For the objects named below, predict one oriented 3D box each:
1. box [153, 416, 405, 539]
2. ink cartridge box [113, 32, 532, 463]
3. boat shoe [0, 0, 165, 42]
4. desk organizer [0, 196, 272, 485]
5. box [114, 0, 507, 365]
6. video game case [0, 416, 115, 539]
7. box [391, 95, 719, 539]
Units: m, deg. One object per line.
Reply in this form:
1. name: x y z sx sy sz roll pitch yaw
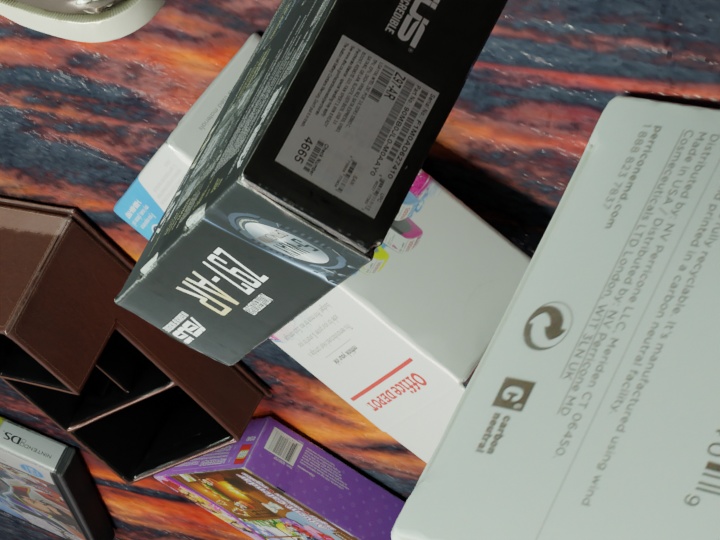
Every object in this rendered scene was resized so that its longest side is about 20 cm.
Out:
1. box: -0.015 0.159 1.692 0.200 0.039 0.137 34 160 -20
2. ink cartridge box: 0.000 0.000 1.172 0.200 0.068 0.115 40 160 -4
3. boat shoe: -0.171 -0.141 1.080 0.200 0.072 0.060 14 151 23
4. desk organizer: -0.143 0.046 1.508 0.072 0.077 0.200 10 155 40
5. box: 0.006 -0.079 0.807 0.044 0.200 0.160 30 160 -8
6. video game case: -0.277 0.138 1.997 0.181 0.026 0.200 22 160 12
7. box: 0.162 0.070 0.991 0.200 0.199 0.171 12 156 40
